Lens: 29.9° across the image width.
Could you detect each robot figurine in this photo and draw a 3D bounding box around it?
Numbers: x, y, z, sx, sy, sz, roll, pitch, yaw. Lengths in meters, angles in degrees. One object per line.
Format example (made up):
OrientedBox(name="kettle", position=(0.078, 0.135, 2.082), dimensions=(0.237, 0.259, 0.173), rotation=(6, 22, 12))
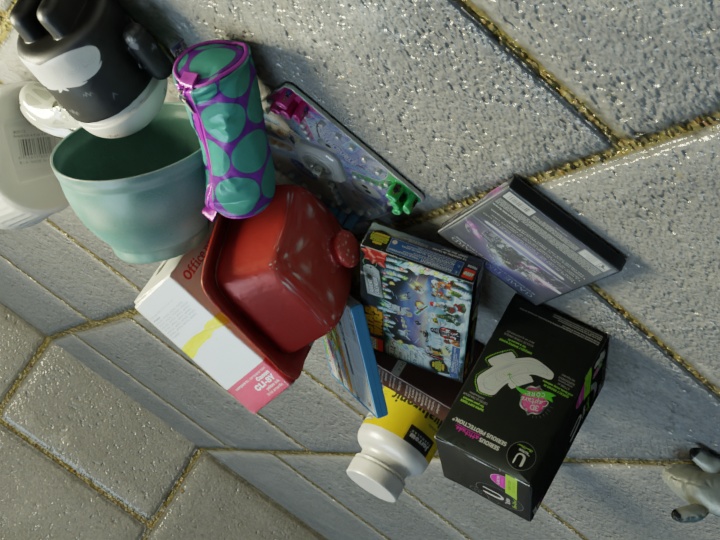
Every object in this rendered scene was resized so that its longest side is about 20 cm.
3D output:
OrientedBox(name="robot figurine", position=(-0.297, -0.238, 1.487), dimensions=(0.150, 0.125, 0.200), rotation=(47, 176, 46))

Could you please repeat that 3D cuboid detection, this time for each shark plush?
OrientedBox(name="shark plush", position=(0.469, 0.270, 1.649), dimensions=(0.198, 0.092, 0.083), rotation=(5, 173, 15))

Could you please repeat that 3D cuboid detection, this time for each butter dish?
OrientedBox(name="butter dish", position=(-0.067, -0.011, 1.553), dimensions=(0.147, 0.201, 0.200), rotation=(-16, 134, 31))

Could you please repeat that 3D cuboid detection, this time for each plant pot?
OrientedBox(name="plant pot", position=(-0.248, -0.094, 1.574), dimensions=(0.199, 0.200, 0.135), rotation=(17, 130, 38))

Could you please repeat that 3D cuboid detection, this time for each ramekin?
OrientedBox(name="ramekin", position=(-0.458, -0.160, 1.821), dimensions=(0.097, 0.201, 0.200), rotation=(-6, 138, 50))

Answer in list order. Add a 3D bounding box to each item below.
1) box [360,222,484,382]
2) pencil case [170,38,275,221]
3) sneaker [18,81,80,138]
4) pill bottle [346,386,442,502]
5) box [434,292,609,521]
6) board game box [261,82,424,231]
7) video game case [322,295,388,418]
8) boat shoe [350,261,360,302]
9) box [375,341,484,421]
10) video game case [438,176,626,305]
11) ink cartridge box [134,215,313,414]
OrientedBox(name="box", position=(0.068, 0.040, 1.562), dimensions=(0.136, 0.040, 0.201), rotation=(19, 145, 15))
OrientedBox(name="pencil case", position=(-0.145, -0.150, 1.440), dimensions=(0.085, 0.092, 0.201), rotation=(36, 150, 36))
OrientedBox(name="sneaker", position=(-0.349, -0.218, 1.717), dimensions=(0.199, 0.076, 0.116), rotation=(22, 150, 8))
OrientedBox(name="pill bottle", position=(0.064, 0.219, 1.894), dimensions=(0.111, 0.201, 0.111), rotation=(28, 161, 11))
OrientedBox(name="box", position=(0.189, 0.160, 1.558), dimensions=(0.124, 0.201, 0.149), rotation=(26, 159, 19))
OrientedBox(name="board game box", position=(-0.048, -0.119, 1.526), dimensions=(0.200, 0.026, 0.200), rotation=(39, 160, -16))
OrientedBox(name="video game case", position=(-0.018, 0.088, 1.672), dimensions=(0.200, 0.018, 0.144), rotation=(-147, 42, -69))
OrientedBox(name="boat shoe", position=(0.000, 0.000, 1.682), dimensions=(0.199, 0.072, 0.076), rotation=(-1, 126, 56))
OrientedBox(name="box", position=(0.079, 0.117, 1.779), dimensions=(0.199, 0.101, 0.075), rotation=(30, 161, 8))
OrientedBox(name="video game case", position=(0.174, -0.026, 1.411), dimensions=(0.142, 0.019, 0.200), rotation=(36, 161, -8))
OrientedBox(name="ink cartridge box", position=(-0.155, 0.050, 1.638), dimensions=(0.200, 0.145, 0.083), rotation=(42, 127, -12))
